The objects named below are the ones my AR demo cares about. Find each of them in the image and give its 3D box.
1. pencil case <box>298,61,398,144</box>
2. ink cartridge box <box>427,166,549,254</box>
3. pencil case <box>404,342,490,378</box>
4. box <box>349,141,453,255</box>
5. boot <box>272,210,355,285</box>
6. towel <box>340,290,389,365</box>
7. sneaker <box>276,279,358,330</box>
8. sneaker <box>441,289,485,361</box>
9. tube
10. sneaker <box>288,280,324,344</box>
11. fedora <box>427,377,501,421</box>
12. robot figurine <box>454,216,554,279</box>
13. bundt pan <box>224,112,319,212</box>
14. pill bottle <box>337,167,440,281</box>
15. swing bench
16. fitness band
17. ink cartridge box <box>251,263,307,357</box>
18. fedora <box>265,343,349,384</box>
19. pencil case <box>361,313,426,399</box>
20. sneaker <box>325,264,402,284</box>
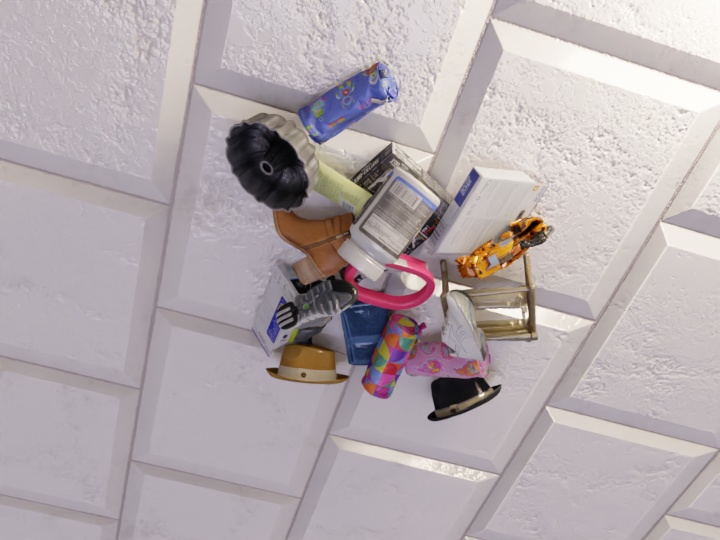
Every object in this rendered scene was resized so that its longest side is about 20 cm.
[{"bbox_3d":[-0.021,-0.310,1.419,0.199,0.087,0.078,-26,142,21],"label":"pencil case"},{"bbox_3d":[0.260,-0.117,1.547,0.199,0.043,0.197,0,133,-38],"label":"ink cartridge box"},{"bbox_3d":[0.199,0.206,1.752,0.198,0.088,0.088,-5,128,29],"label":"pencil case"},{"bbox_3d":[0.079,-0.142,1.555,0.200,0.050,0.158,38,119,-22],"label":"box"},{"bbox_3d":[-0.087,-0.086,1.552,0.154,0.201,0.077,-28,163,14],"label":"boot"},{"bbox_3d":[0.015,0.138,1.762,0.111,0.049,0.201,-4,125,5],"label":"towel"},{"bbox_3d":[-0.073,0.077,1.620,0.199,0.076,0.115,-20,160,24],"label":"sneaker"},{"bbox_3d":[0.202,0.121,1.567,0.086,0.075,0.201,-7,130,19],"label":"sneaker"},{"bbox_3d":[-0.065,-0.177,1.509,0.199,0.052,0.058,32,84,15],"label":"tube"},{"bbox_3d":[-0.114,0.097,1.734,0.080,0.074,0.201,17,132,-18],"label":"sneaker"},{"bbox_3d":[0.235,0.284,1.815,0.199,0.200,0.092,-26,86,20],"label":"fedora"},{"bbox_3d":[0.295,-0.049,1.531,0.199,0.145,0.059,-33,98,-11],"label":"robot figurine"},{"bbox_3d":[-0.160,-0.217,1.465,0.201,0.076,0.203,23,138,22],"label":"bundt pan"},{"bbox_3d":[0.051,-0.086,1.453,0.113,0.114,0.201,36,94,-21],"label":"pill bottle"},{"bbox_3d":[0.281,0.084,1.652,0.197,0.130,0.201,-6,126,10],"label":"swing bench"},{"bbox_3d":[0.061,0.021,1.599,0.199,0.038,0.144,17,135,-24],"label":"fitness band"},{"bbox_3d":[-0.184,0.092,1.709,0.039,0.100,0.201,-6,136,-40],"label":"ink cartridge box"},{"bbox_3d":[-0.123,0.217,1.784,0.199,0.201,0.083,5,89,-1],"label":"fedora"},{"bbox_3d":[0.073,0.196,1.733,0.088,0.089,0.201,21,114,-12],"label":"pencil case"},{"bbox_3d":[0.000,0.000,1.649,0.197,0.080,0.130,4,135,-10],"label":"sneaker"}]
